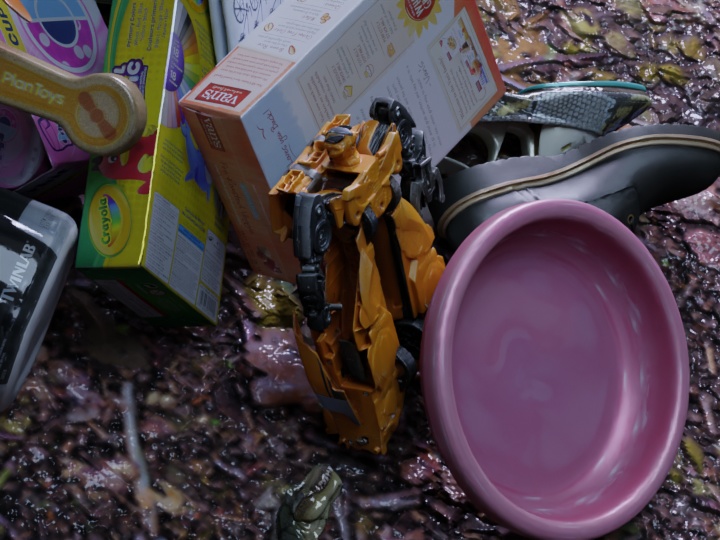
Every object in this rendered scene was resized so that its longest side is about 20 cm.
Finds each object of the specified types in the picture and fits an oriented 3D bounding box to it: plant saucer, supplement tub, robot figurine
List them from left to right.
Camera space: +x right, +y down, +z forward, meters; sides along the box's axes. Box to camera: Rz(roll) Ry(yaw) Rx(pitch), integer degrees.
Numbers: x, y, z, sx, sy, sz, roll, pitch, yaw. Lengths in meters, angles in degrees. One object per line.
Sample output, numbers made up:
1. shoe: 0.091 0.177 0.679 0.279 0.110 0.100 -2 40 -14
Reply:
1. supplement tub: -0.269 -0.009 1.418 0.200 0.123 0.123 22 49 -2
2. robot figurine: 0.000 0.000 1.458 0.058 0.200 0.145 9 41 29
3. plant saucer: 0.108 0.060 1.494 0.200 0.051 0.201 4 84 -37

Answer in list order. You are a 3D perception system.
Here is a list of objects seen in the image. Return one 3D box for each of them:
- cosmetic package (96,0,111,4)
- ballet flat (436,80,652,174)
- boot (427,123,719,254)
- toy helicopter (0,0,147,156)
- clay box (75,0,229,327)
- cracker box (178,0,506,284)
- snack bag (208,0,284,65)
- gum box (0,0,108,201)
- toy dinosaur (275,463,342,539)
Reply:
1. cosmetic package: -0.142 -0.272 1.702 0.105 0.071 0.200 4 52 -17
2. ballet flat: 0.096 -0.092 1.659 0.200 0.072 0.072 3 53 -17
3. boot: 0.157 -0.009 1.609 0.199 0.078 0.139 -16 63 -13
4. toy helicopter: -0.209 -0.123 1.418 0.200 0.133 0.079 21 4 10
5. clay box: -0.113 -0.078 1.490 0.047 0.115 0.201 -1 71 19
6. cracker box: -0.007 -0.104 1.515 0.058 0.134 0.200 16 50 39
7. snack bag: -0.047 -0.171 1.569 0.021 0.189 0.200 0 19 21
8. gum box: -0.211 -0.143 1.509 0.113 0.066 0.200 -14 78 -61
9. toy dinosaur: -0.031 0.199 1.391 0.088 0.048 0.200 16 49 12
